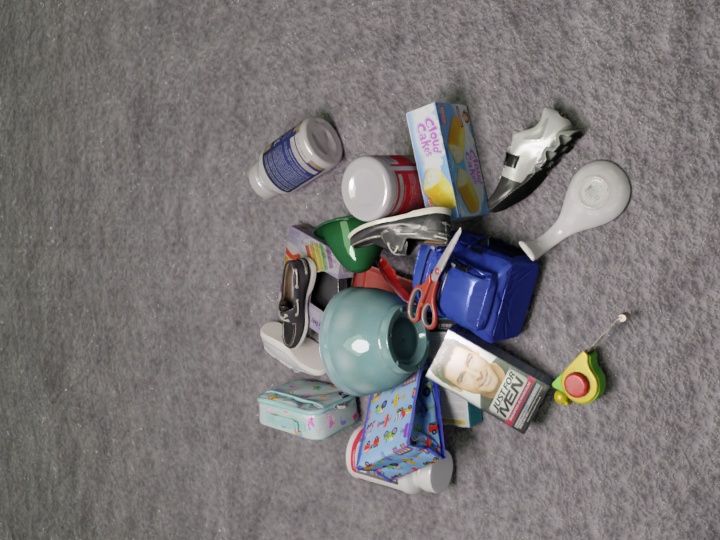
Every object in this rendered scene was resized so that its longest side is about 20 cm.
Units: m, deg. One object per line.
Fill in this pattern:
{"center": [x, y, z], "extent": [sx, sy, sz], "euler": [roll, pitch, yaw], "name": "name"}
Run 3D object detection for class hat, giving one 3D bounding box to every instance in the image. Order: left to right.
{"center": [0.000, 0.000, 1.515], "extent": [0.200, 0.163, 0.179], "euler": [116, 149, -76], "name": "hat"}

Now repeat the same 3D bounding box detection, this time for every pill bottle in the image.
{"center": [-0.140, -0.226, 1.667], "extent": [0.199, 0.110, 0.113], "euler": [-26, 80, 39], "name": "pill bottle"}
{"center": [0.067, -0.150, 1.447], "extent": [0.111, 0.199, 0.114], "euler": [6, 100, 39], "name": "pill bottle"}
{"center": [0.077, 0.372, 1.574], "extent": [0.198, 0.110, 0.113], "euler": [5, 100, 39], "name": "pill bottle"}

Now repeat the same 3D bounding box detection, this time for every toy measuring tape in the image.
{"center": [0.387, 0.158, 1.311], "extent": [0.074, 0.073, 0.201], "euler": [49, 124, 23], "name": "toy measuring tape"}

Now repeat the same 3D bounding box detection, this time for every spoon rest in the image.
{"center": [0.351, -0.095, 1.321], "extent": [0.200, 0.060, 0.100], "euler": [-42, 71, 21], "name": "spoon rest"}

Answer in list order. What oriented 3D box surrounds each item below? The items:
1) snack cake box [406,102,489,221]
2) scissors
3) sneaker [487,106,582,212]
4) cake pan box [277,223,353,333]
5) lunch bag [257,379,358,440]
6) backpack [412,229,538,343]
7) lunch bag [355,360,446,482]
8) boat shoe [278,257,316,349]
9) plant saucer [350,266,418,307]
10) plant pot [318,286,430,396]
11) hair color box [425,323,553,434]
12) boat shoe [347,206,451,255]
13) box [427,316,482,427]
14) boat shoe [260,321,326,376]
{"center": [0.156, -0.188, 1.423], "extent": [0.067, 0.114, 0.203], "euler": [-13, 89, 39], "name": "snack cake box"}
{"center": [0.119, 0.007, 1.331], "extent": [0.073, 0.014, 0.203], "euler": [40, 128, 44], "name": "scissors"}
{"center": [0.274, -0.187, 1.356], "extent": [0.200, 0.074, 0.089], "euler": [-48, 67, 23], "name": "sneaker"}
{"center": [-0.091, 0.022, 1.682], "extent": [0.199, 0.052, 0.187], "euler": [31, 118, 45], "name": "cake pan box"}
{"center": [-0.111, 0.288, 1.687], "extent": [0.198, 0.159, 0.078], "euler": [4, 99, 40], "name": "lunch bag"}
{"center": [0.182, 0.012, 1.401], "extent": [0.199, 0.166, 0.165], "euler": [29, 109, 40], "name": "backpack"}
{"center": [0.073, 0.263, 1.489], "extent": [0.150, 0.093, 0.202], "euler": [-35, 40, 40], "name": "lunch bag"}
{"center": [-0.141, 0.070, 1.661], "extent": [0.074, 0.060, 0.203], "euler": [35, 119, 43], "name": "boat shoe"}
{"center": [0.057, 0.100, 1.596], "extent": [0.198, 0.036, 0.203], "euler": [20, 109, 39], "name": "plant saucer"}
{"center": [0.042, 0.125, 1.451], "extent": [0.133, 0.199, 0.204], "euler": [-7, 92, 44], "name": "plant pot"}
{"center": [0.225, 0.188, 1.415], "extent": [0.198, 0.061, 0.100], "euler": [29, 105, 16], "name": "hair color box"}
{"center": [0.064, -0.058, 1.378], "extent": [0.197, 0.071, 0.069], "euler": [-10, 81, 30], "name": "boat shoe"}
{"center": [0.174, 0.186, 1.505], "extent": [0.081, 0.049, 0.204], "euler": [-2, 95, 40], "name": "box"}
{"center": [-0.145, 0.186, 1.766], "extent": [0.198, 0.072, 0.069], "euler": [24, 133, 28], "name": "boat shoe"}
